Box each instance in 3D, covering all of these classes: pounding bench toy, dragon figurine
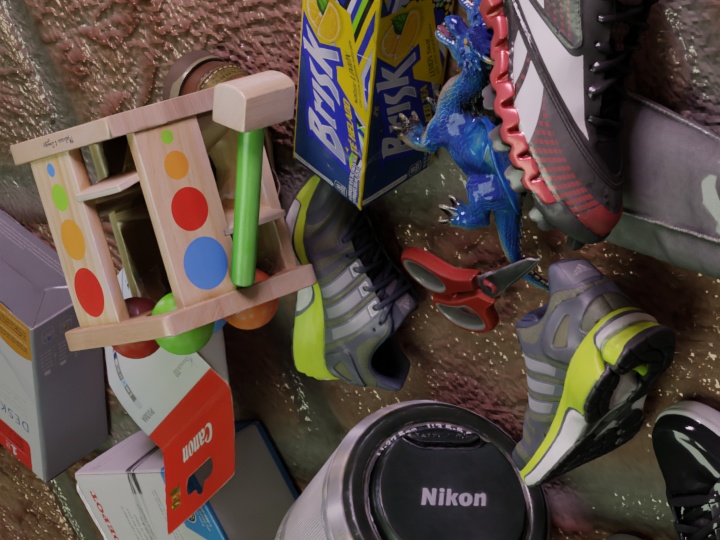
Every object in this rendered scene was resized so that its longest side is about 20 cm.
[{"bbox_3d":[-0.101,-0.031,1.273,0.200,0.124,0.157,-10,98,52],"label":"pounding bench toy"},{"bbox_3d":[0.084,-0.067,1.183,0.099,0.059,0.201,-13,108,56],"label":"dragon figurine"}]

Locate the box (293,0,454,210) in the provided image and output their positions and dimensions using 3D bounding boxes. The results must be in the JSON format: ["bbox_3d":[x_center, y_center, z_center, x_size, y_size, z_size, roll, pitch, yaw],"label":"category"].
[{"bbox_3d":[0.008,-0.137,1.206,0.064,0.070,0.201,38,144,28],"label":"box"}]

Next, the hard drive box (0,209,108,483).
[{"bbox_3d":[-0.301,0.062,1.780,0.156,0.077,0.201,35,143,29],"label":"hard drive box"}]

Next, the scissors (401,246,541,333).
[{"bbox_3d":[0.083,0.013,1.251,0.073,0.014,0.200,50,162,-17],"label":"scissors"}]

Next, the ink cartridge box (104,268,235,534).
[{"bbox_3d":[-0.149,0.083,1.541,0.160,0.047,0.201,135,133,-57],"label":"ink cartridge box"}]

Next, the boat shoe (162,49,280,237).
[{"bbox_3d":[-0.095,-0.052,1.414,0.068,0.072,0.201,28,139,36],"label":"boat shoe"}]

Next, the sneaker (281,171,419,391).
[{"bbox_3d":[0.000,0.000,1.358,0.081,0.074,0.201,18,137,23],"label":"sneaker"}]

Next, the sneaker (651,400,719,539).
[{"bbox_3d":[0.214,0.185,1.196,0.201,0.112,0.073,58,146,-5],"label":"sneaker"}]

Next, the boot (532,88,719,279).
[{"bbox_3d":[0.179,-0.010,1.103,0.199,0.072,0.183,14,116,37],"label":"boot"}]

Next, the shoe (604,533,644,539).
[{"bbox_3d":[0.204,0.266,1.301,0.200,0.091,0.072,47,147,11],"label":"shoe"}]

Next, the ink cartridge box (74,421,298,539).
[{"bbox_3d":[-0.133,0.209,1.688,0.200,0.086,0.147,-8,112,56],"label":"ink cartridge box"}]

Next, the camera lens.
[{"bbox_3d":[0.029,0.193,1.397,0.160,0.160,0.200,49,147,9],"label":"camera lens"}]

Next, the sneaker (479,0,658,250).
[{"bbox_3d":[0.112,-0.115,1.058,0.098,0.071,0.202,-16,84,31],"label":"sneaker"}]

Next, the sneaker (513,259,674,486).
[{"bbox_3d":[0.130,0.062,1.227,0.081,0.074,0.200,58,154,23],"label":"sneaker"}]
